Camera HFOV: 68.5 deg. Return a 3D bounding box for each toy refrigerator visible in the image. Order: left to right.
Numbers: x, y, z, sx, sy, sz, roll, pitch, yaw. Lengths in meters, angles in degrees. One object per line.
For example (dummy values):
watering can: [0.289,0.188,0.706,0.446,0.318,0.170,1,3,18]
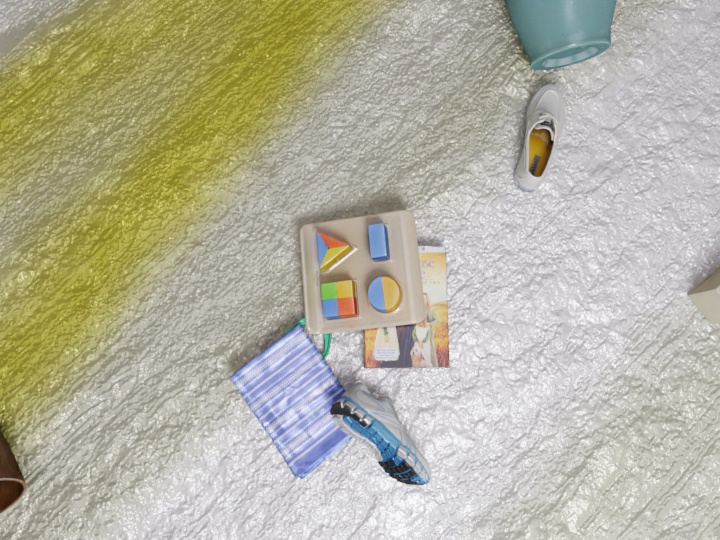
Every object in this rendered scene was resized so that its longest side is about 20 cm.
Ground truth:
toy refrigerator: [0.659,0.003,0.881,0.199,0.076,0.070,-39,82,-8]

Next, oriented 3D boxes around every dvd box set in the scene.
dvd box set: [0.076,0.061,0.888,0.143,0.029,0.205,1,80,0]

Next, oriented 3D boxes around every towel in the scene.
towel: [-0.099,0.211,0.849,0.144,0.024,0.202,-35,90,-7]

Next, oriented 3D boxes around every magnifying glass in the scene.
magnifying glass: [-0.060,0.077,0.891,0.079,0.022,0.202,32,83,5]

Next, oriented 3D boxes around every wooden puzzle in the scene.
wooden puzzle: [0.000,0.000,0.862,0.195,0.046,0.190,-6,79,5]

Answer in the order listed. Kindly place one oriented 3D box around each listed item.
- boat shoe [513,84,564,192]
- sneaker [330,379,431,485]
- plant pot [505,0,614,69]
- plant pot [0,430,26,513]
boat shoe: [0.319,-0.241,0.925,0.070,0.070,0.204,19,80,3]
sneaker: [0.047,0.252,0.836,0.200,0.075,0.087,47,41,-7]
plant pot: [0.347,-0.460,0.907,0.195,0.200,0.193,-11,95,-2]
plant pot: [-0.623,0.266,0.784,0.185,0.188,0.202,-30,66,-6]
